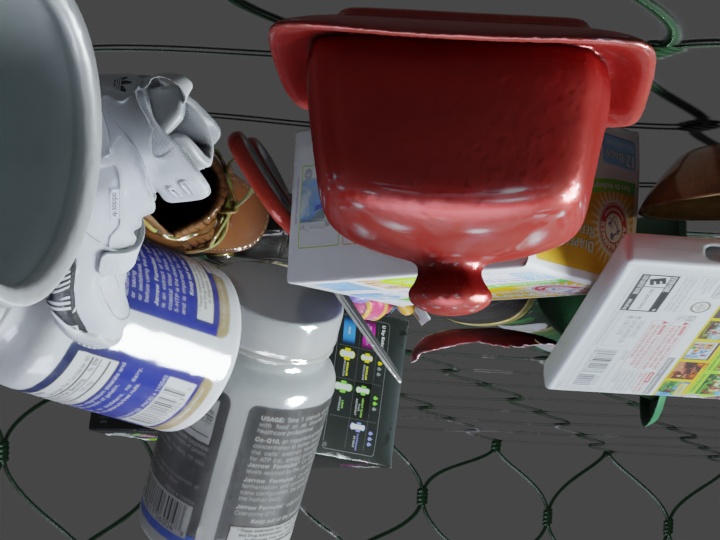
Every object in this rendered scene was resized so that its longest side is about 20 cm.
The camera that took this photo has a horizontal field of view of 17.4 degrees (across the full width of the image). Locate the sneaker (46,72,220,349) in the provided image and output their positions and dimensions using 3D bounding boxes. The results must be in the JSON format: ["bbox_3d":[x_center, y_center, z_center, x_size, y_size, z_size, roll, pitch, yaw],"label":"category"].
[{"bbox_3d":[-0.138,-0.037,1.410,0.114,0.075,0.201,-5,127,8],"label":"sneaker"}]

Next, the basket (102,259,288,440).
[{"bbox_3d":[-0.110,0.084,2.182,0.197,0.162,0.200,-1,171,31],"label":"basket"}]

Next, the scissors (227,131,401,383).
[{"bbox_3d":[-0.029,-0.005,1.528,0.014,0.201,0.073,-30,-176,7],"label":"scissors"}]

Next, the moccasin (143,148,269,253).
[{"bbox_3d":[-0.116,-0.053,1.566,0.077,0.074,0.201,19,171,30],"label":"moccasin"}]

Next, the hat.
[{"bbox_3d":[0.125,0.014,1.601,0.175,0.167,0.200,5,164,1],"label":"hat"}]

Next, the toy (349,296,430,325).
[{"bbox_3d":[0.000,0.000,1.669,0.047,0.115,0.200,-36,178,1],"label":"toy"}]

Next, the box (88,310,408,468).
[{"bbox_3d":[-0.086,0.082,1.844,0.199,0.125,0.148,13,170,-36],"label":"box"}]

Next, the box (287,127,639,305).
[{"bbox_3d":[0.064,-0.038,1.467,0.199,0.102,0.112,-4,169,44],"label":"box"}]

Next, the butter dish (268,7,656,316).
[{"bbox_3d":[0.051,-0.050,1.239,0.198,0.149,0.200,4,172,3],"label":"butter dish"}]

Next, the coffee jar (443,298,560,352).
[{"bbox_3d":[0.112,-0.004,1.681,0.085,0.105,0.200,-2,169,28],"label":"coffee jar"}]

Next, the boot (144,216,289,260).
[{"bbox_3d":[-0.139,-0.023,1.798,0.173,0.070,0.200,0,177,-12],"label":"boot"}]

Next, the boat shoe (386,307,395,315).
[{"bbox_3d":[0.023,0.002,1.876,0.084,0.069,0.200,3,170,7],"label":"boat shoe"}]

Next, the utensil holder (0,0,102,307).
[{"bbox_3d":[-0.254,-0.072,1.173,0.199,0.171,0.170,4,172,18],"label":"utensil holder"}]

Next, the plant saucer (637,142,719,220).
[{"bbox_3d":[0.266,-0.058,1.414,0.199,0.036,0.200,-3,176,0],"label":"plant saucer"}]

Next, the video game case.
[{"bbox_3d":[0.222,0.033,1.431,0.181,0.023,0.200,4,155,-9],"label":"video game case"}]

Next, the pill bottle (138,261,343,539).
[{"bbox_3d":[-0.082,0.103,1.667,0.113,0.201,0.114,14,-158,-6],"label":"pill bottle"}]

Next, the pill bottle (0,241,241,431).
[{"bbox_3d":[-0.189,0.027,1.550,0.199,0.120,0.119,20,163,-37],"label":"pill bottle"}]
